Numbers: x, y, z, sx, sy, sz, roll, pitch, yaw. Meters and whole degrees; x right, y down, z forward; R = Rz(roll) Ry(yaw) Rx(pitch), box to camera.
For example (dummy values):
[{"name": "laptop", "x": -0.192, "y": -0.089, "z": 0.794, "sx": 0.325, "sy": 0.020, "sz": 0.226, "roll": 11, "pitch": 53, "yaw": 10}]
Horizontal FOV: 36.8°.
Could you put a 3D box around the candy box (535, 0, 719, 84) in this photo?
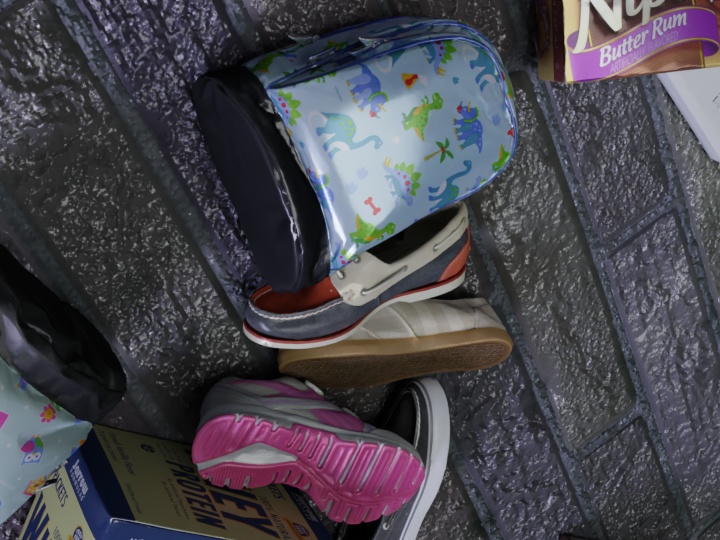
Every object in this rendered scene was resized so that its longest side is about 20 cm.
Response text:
[{"name": "candy box", "x": 0.234, "y": -0.213, "z": 0.828, "sx": 0.197, "sy": 0.056, "sz": 0.119, "roll": -8, "pitch": 105, "yaw": -13}]

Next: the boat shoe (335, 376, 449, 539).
[{"name": "boat shoe", "x": 0.017, "y": 0.182, "z": 0.914, "sx": 0.065, "sy": 0.070, "sz": 0.202, "roll": 3, "pitch": 117, "yaw": -31}]

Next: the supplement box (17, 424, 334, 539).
[{"name": "supplement box", "x": -0.150, "y": 0.247, "z": 0.804, "sx": 0.198, "sy": 0.134, "sz": 0.202, "roll": 19, "pitch": 101, "yaw": -33}]

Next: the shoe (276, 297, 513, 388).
[{"name": "shoe", "x": 0.025, "y": 0.055, "z": 0.872, "sx": 0.197, "sy": 0.054, "sz": 0.070, "roll": -3, "pitch": 150, "yaw": -20}]

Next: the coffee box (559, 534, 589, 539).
[{"name": "coffee box", "x": 0.272, "y": 0.353, "z": 1.114, "sx": 0.198, "sy": 0.080, "sz": 0.114, "roll": 17, "pitch": 103, "yaw": -33}]

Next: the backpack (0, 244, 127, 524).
[{"name": "backpack", "x": -0.264, "y": 0.093, "z": 0.681, "sx": 0.200, "sy": 0.127, "sz": 0.167, "roll": -41, "pitch": 128, "yaw": -3}]

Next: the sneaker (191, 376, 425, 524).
[{"name": "sneaker", "x": -0.037, "y": 0.127, "z": 0.835, "sx": 0.198, "sy": 0.089, "sz": 0.082, "roll": 24, "pitch": 113, "yaw": -26}]

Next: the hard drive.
[{"name": "hard drive", "x": 0.306, "y": -0.204, "z": 0.921, "sx": 0.132, "sy": 0.026, "sz": 0.200, "roll": -48, "pitch": 125, "yaw": -2}]

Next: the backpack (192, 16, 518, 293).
[{"name": "backpack", "x": 0.011, "y": -0.096, "z": 0.751, "sx": 0.199, "sy": 0.153, "sz": 0.165, "roll": -28, "pitch": 106, "yaw": -31}]

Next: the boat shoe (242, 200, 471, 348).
[{"name": "boat shoe", "x": 0.000, "y": 0.000, "z": 0.814, "sx": 0.198, "sy": 0.071, "sz": 0.063, "roll": -19, "pitch": 133, "yaw": -26}]
